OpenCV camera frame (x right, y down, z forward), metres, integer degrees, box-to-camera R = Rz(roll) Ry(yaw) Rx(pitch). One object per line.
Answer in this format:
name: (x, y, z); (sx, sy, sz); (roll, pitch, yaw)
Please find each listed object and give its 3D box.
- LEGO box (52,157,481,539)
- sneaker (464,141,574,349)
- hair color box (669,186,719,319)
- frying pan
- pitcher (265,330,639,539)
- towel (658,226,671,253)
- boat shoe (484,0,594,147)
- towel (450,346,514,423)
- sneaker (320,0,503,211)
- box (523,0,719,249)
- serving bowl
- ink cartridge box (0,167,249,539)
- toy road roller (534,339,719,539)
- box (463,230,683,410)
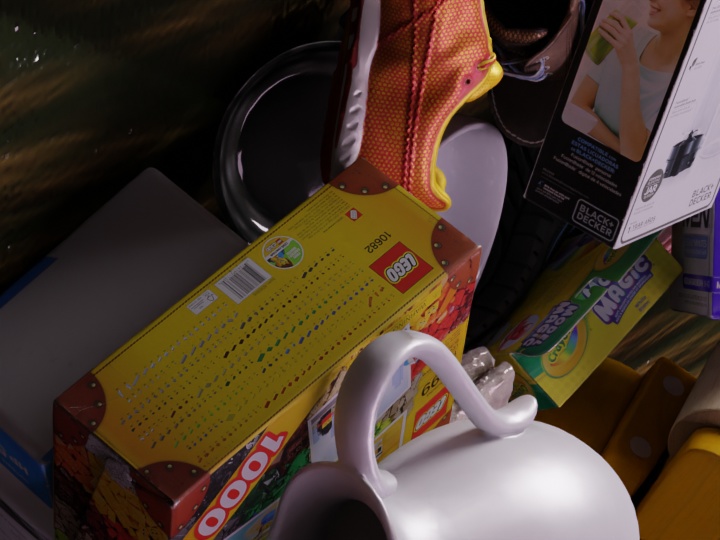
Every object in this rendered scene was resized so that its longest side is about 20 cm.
LEGO box: (-0.044, 0.067, 1.273); (0.200, 0.077, 0.149); (-40, 155, -30)
sneaker: (0.086, -0.015, 1.641); (0.200, 0.073, 0.082); (-46, 161, -7)
hair color box: (0.215, -0.074, 1.576); (0.109, 0.064, 0.201); (-167, -101, -84)
frying pan: (-0.022, -0.090, 1.337); (0.114, 0.031, 0.191); (-10, 108, -20)
pitcher: (0.045, 0.107, 1.276); (0.200, 0.121, 0.172); (-2, 112, -50)
towel: (0.172, -0.004, 1.787); (0.144, 0.023, 0.200); (-41, -176, -20)
boat shoe: (0.083, -0.135, 1.419); (0.072, 0.072, 0.201); (-50, 152, -40)
towel: (0.004, 0.132, 1.498); (0.200, 0.034, 0.133); (-37, 152, -32)
sneaker: (0.032, -0.123, 1.293); (0.073, 0.077, 0.201); (-100, -162, -63)
box: (0.164, -0.121, 1.432); (0.116, 0.060, 0.201); (-23, 137, -53)
serving bowl: (0.000, 0.000, 1.479); (0.200, 0.066, 0.200); (-50, 157, -30)
ink cartridge box: (-0.115, 0.068, 1.354); (0.146, 0.084, 0.200); (-43, 158, -21)
toy road roller: (0.161, 0.099, 1.623); (0.123, 0.146, 0.200); (-55, 179, -45)
box: (0.109, 0.030, 1.628); (0.117, 0.048, 0.200); (-46, -173, -18)
